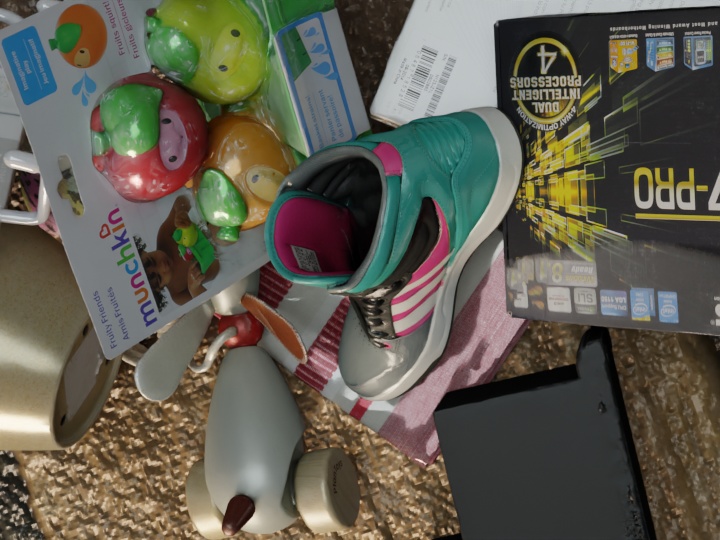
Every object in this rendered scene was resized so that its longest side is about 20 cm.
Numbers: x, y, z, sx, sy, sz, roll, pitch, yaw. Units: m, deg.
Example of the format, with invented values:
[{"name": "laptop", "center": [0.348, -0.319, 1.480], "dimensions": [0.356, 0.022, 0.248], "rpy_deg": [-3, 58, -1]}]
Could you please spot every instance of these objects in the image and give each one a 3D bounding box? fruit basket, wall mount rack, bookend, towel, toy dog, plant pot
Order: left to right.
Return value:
[{"name": "wall mount rack", "center": [-0.243, -0.096, 0.997], "dimensions": [0.173, 0.075, 0.201], "rpy_deg": [7, 51, -5]}, {"name": "plant pot", "center": [-0.241, 0.025, 1.052], "dimensions": [0.199, 0.187, 0.188], "rpy_deg": [20, 94, 13]}, {"name": "fruit basket", "center": [-0.085, -0.077, 0.995], "dimensions": [0.094, 0.200, 0.186], "rpy_deg": [4, 119, 42]}, {"name": "toy dog", "center": [-0.075, 0.074, 1.067], "dimensions": [0.132, 0.096, 0.200], "rpy_deg": [-33, 88, 19]}, {"name": "towel", "center": [0.000, 0.002, 1.104], "dimensions": [0.200, 0.023, 0.144], "rpy_deg": [35, 98, 9]}, {"name": "bookend", "center": [0.064, 0.153, 1.046], "dimensions": [0.199, 0.092, 0.199], "rpy_deg": [-14, 92, 9]}]

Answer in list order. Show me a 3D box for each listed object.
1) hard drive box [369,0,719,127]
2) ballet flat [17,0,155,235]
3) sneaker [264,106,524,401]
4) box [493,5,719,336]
[{"name": "hard drive box", "center": [0.128, -0.120, 1.052], "dimensions": [0.199, 0.077, 0.156], "rpy_deg": [24, 95, 9]}, {"name": "ballet flat", "center": [-0.167, -0.120, 1.103], "dimensions": [0.069, 0.071, 0.201], "rpy_deg": [21, 94, 15]}, {"name": "sneaker", "center": [0.000, 0.000, 0.998], "dimensions": [0.084, 0.120, 0.200], "rpy_deg": [54, 136, 35]}, {"name": "box", "center": [0.157, -0.051, 0.934], "dimensions": [0.200, 0.049, 0.162], "rpy_deg": [5, 103, 45]}]
